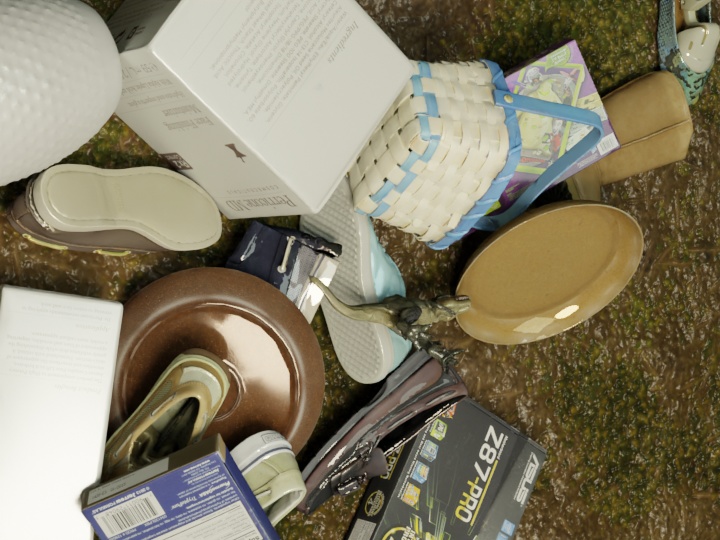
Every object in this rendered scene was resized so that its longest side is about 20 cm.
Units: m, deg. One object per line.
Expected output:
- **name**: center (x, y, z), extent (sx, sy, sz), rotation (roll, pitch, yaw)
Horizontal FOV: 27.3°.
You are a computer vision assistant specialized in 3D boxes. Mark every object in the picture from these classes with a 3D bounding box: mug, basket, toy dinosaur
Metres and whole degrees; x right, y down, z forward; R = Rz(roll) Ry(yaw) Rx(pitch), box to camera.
- **mug**: center (-0.293, -0.164, 1.148), extent (0.174, 0.148, 0.201), rotation (-22, 72, -34)
- **basket**: center (0.098, -0.105, 1.336), extent (0.198, 0.176, 0.140), rotation (16, 49, -28)
- **toy dinosaur**: center (0.042, 0.046, 1.317), extent (0.199, 0.088, 0.048), rotation (9, 116, -49)

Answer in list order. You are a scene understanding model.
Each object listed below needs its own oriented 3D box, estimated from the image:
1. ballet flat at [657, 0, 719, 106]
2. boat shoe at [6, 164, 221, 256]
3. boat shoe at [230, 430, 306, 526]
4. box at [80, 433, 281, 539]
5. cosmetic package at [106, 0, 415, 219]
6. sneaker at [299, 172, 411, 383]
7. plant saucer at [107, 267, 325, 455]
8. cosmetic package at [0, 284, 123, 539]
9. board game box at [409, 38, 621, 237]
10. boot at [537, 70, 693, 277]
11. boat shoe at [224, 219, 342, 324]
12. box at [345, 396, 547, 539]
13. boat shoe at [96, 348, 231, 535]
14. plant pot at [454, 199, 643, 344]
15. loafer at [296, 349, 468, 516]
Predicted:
- **ballet flat**: center (0.358, -0.279, 1.603), extent (0.074, 0.074, 0.202), rotation (-10, 97, -32)
- **boat shoe**: center (-0.202, -0.046, 1.241), extent (0.199, 0.059, 0.073), rotation (4, 69, -50)
- **boat shoe**: center (-0.123, 0.219, 1.240), extent (0.072, 0.062, 0.200), rotation (15, 123, -47)
- **box**: center (-0.123, 0.234, 1.190), extent (0.120, 0.032, 0.201), rotation (-23, 117, 6)
- **cosmetic package**: center (-0.098, -0.169, 1.249), extent (0.200, 0.164, 0.166), rotation (44, 69, -24)
- **sneaker**: center (0.000, 0.000, 1.383), extent (0.082, 0.073, 0.202), rotation (-20, 101, -56)
- **plant saucer**: center (-0.127, 0.100, 1.260), extent (0.198, 0.035, 0.203), rotation (-1, 102, -6)
- **cosmetic package**: center (-0.255, 0.118, 1.195), extent (0.101, 0.074, 0.202), rotation (9, 87, -16)
- **board game box**: center (0.145, -0.126, 1.446), extent (0.199, 0.032, 0.121), rotation (-29, 110, -6)
- **boot**: center (0.274, -0.102, 1.553), extent (0.199, 0.066, 0.177), rotation (-22, 103, -32)
- **boat shoe**: center (-0.096, 0.051, 1.320), extent (0.092, 0.075, 0.202), rotation (25, 86, -3)
- **box**: center (0.081, 0.229, 1.442), extent (0.161, 0.049, 0.201), rotation (35, 71, -31)
- **boat shoe**: center (-0.174, 0.155, 1.204), extent (0.071, 0.076, 0.201), rotation (26, 116, -7)
- **plant pot**: center (0.180, -0.002, 1.448), extent (0.198, 0.201, 0.028), rotation (7, 44, -33)
- **loafer**: center (0.018, 0.156, 1.366), extent (0.063, 0.072, 0.200), rotation (41, 75, 14)
